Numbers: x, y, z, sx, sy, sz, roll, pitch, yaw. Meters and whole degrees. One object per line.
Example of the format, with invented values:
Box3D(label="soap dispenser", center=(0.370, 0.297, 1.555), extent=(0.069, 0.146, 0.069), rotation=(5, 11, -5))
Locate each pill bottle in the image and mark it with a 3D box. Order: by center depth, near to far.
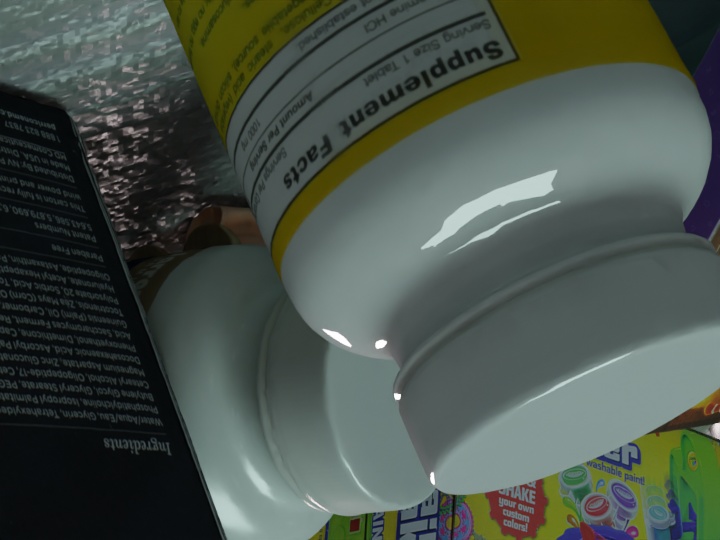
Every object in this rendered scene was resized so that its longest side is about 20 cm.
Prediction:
Box3D(label="pill bottle", center=(0.018, -0.051, 0.417), extent=(0.112, 0.200, 0.112), rotation=(-21, 159, -8))
Box3D(label="pill bottle", center=(-0.070, 0.050, 0.598), extent=(0.200, 0.111, 0.111), rotation=(-8, 170, 33))

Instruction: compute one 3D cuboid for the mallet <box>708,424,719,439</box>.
Box3D(label="mallet", center=(0.287, 0.068, 0.899), extent=(0.200, 0.041, 0.066), rotation=(-1, 146, 0))

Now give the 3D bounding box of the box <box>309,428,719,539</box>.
Box3D(label="box", center=(0.051, 0.133, 0.752), extent=(0.200, 0.122, 0.193), rotation=(22, 152, -34))

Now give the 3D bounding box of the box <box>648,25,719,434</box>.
Box3D(label="box", center=(0.157, -0.033, 0.581), extent=(0.137, 0.039, 0.200), rotation=(-2, 126, -44))

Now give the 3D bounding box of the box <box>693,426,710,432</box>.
Box3D(label="box", center=(0.152, 0.003, 0.783), extent=(0.128, 0.109, 0.200), rotation=(-36, 162, -13))

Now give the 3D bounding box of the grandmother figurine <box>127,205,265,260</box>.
Box3D(label="grandmother figurine", center=(0.000, 0.000, 0.730), extent=(0.121, 0.061, 0.200), rotation=(-5, 179, 42))

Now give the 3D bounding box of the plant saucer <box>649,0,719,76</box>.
Box3D(label="plant saucer", center=(0.101, -0.101, 0.554), extent=(0.200, 0.027, 0.200), rotation=(-21, 159, -9))

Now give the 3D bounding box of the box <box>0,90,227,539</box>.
Box3D(label="box", center=(-0.166, 0.071, 0.520), extent=(0.200, 0.197, 0.124), rotation=(-35, 157, 25))
